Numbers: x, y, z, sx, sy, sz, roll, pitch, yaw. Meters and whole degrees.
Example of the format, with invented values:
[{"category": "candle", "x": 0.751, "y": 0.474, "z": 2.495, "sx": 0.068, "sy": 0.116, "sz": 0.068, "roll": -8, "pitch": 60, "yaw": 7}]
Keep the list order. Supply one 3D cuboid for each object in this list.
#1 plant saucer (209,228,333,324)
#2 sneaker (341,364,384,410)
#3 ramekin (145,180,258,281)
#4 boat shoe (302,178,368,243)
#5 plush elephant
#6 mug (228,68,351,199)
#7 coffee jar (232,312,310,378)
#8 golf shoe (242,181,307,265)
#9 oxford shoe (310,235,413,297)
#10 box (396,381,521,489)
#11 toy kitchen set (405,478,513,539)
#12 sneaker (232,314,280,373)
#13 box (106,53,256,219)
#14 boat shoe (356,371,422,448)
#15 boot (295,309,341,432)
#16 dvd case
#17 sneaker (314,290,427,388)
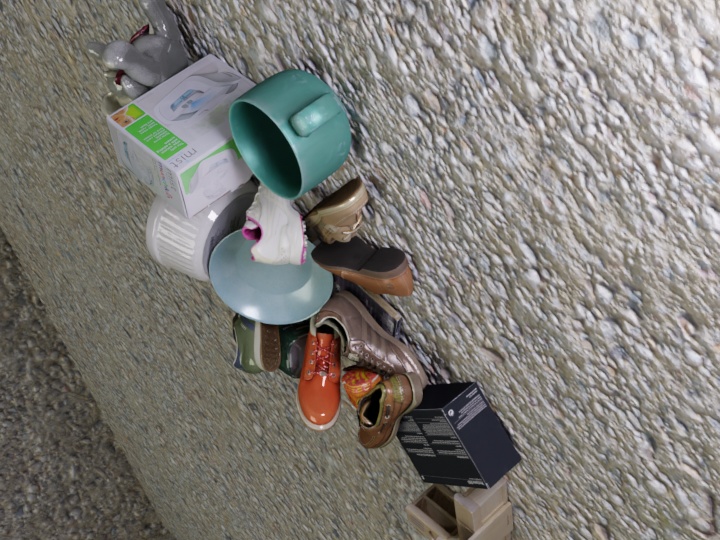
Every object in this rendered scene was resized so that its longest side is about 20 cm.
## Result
[{"category": "plant saucer", "x": -0.139, "y": -0.001, "z": 1.794, "sx": 0.198, "sy": 0.039, "sz": 0.203, "roll": 4, "pitch": 131, "yaw": 4}, {"category": "sneaker", "x": 0.010, "y": 0.189, "z": 1.823, "sx": 0.200, "sy": 0.072, "sz": 0.078, "roll": 80, "pitch": 175, "yaw": -88}, {"category": "ramekin", "x": -0.241, "y": -0.078, "z": 1.829, "sx": 0.104, "sy": 0.200, "sz": 0.201, "roll": 30, "pitch": 148, "yaw": 23}, {"category": "boat shoe", "x": -0.023, "y": -0.078, "z": 1.595, "sx": 0.065, "sy": 0.071, "sz": 0.200, "roll": 51, "pitch": 166, "yaw": -7}, {"category": "plush elephant", "x": -0.343, "y": -0.316, "z": 1.731, "sx": 0.153, "sy": 0.166, "sz": 0.200, "roll": -3, "pitch": 149, "yaw": 32}, {"category": "mug", "x": -0.074, "y": -0.182, "z": 1.489, "sx": 0.184, "sy": 0.114, "sz": 0.153, "roll": 26, "pitch": 144, "yaw": 43}, {"category": "coffee jar", "x": -0.140, "y": 0.119, "z": 2.001, "sx": 0.199, "sy": 0.103, "sz": 0.086, "roll": 20, "pitch": 117, "yaw": 49}, {"category": "golf shoe", "x": -0.135, "y": -0.094, "z": 1.668, "sx": 0.076, "sy": 0.090, "sz": 0.202, "roll": 92, "pitch": 166, "yaw": -54}, {"category": "oxford shoe", "x": 0.000, "y": 0.000, "z": 1.651, "sx": 0.199, "sy": 0.071, "sz": 0.072, "roll": 21, "pitch": 145, "yaw": 48}, {"category": "box", "x": 0.134, "y": 0.249, "z": 1.723, "sx": 0.142, "sy": 0.078, "sz": 0.199, "roll": 61, "pitch": 154, "yaw": -7}, {"category": "toy kitchen set", "x": 0.127, "y": 0.404, "z": 1.833, "sx": 0.180, "sy": 0.163, "sz": 0.201, "roll": 33, "pitch": 148, "yaw": 36}, {"category": "sneaker", "x": -0.182, "y": 0.077, "z": 1.928, "sx": 0.089, "sy": 0.203, "sz": 0.067, "roll": -13, "pitch": 158, "yaw": 38}, {"category": "box", "x": -0.233, "y": -0.196, "z": 1.647, "sx": 0.176, "sy": 0.199, "sz": 0.097, "roll": 37, "pitch": 151, "yaw": 33}, {"category": "boat shoe", "x": 0.025, "y": 0.212, "z": 1.718, "sx": 0.073, "sy": 0.067, "sz": 0.201, "roll": 68, "pitch": 150, "yaw": 29}, {"category": "boot", "x": -0.064, "y": 0.154, "z": 1.821, "sx": 0.108, "sy": 0.074, "sz": 0.202, "roll": 98, "pitch": 174, "yaw": -55}, {"category": "dvd case", "x": -0.012, "y": 0.050, "z": 1.796, "sx": 0.200, "sy": 0.016, "sz": 0.149, "roll": 42, "pitch": 154, "yaw": 22}, {"category": "sneaker", "x": 0.012, "y": 0.124, "z": 1.739, "sx": 0.200, "sy": 0.075, "sz": 0.071, "roll": 45, "pitch": 154, "yaw": 12}]
